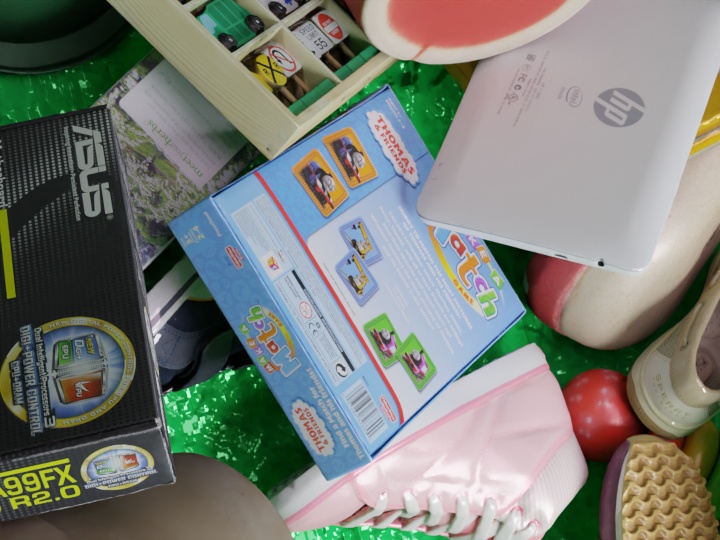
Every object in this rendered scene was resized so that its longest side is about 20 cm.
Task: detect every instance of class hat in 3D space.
[{"bbox_3d":[-0.158,-0.200,1.057,0.200,0.176,0.166,-36,95,-30],"label":"hat"}]

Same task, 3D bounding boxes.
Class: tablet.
[{"bbox_3d":[0.121,-0.090,1.144,0.129,0.014,0.201,15,58,15],"label":"tablet"}]

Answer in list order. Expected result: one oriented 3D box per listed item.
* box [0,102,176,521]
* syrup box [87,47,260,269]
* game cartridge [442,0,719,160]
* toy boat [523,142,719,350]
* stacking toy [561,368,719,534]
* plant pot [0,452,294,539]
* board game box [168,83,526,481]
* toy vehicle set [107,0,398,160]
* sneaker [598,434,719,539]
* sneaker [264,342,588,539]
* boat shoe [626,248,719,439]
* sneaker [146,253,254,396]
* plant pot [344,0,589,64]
[{"bbox_3d":[-0.175,0.022,0.942,0.159,0.044,0.201,-12,50,-2],"label":"box"},{"bbox_3d":[-0.134,-0.034,1.084,0.079,0.081,0.200,45,63,-5],"label":"syrup box"},{"bbox_3d":[0.138,-0.140,1.202,0.176,0.033,0.200,-27,59,-14],"label":"game cartridge"},{"bbox_3d":[0.153,-0.054,1.235,0.130,0.131,0.200,30,61,15],"label":"toy boat"},{"bbox_3d":[0.201,0.121,1.233,0.199,0.085,0.086,31,65,-10],"label":"stacking toy"},{"bbox_3d":[-0.121,0.173,0.994,0.173,0.200,0.201,-32,93,-46],"label":"plant pot"},{"bbox_3d":[0.000,0.000,1.094,0.152,0.037,0.200,58,35,-4],"label":"board game box"},{"bbox_3d":[-0.046,-0.140,1.120,0.124,0.027,0.200,44,30,0],"label":"toy vehicle set"},{"bbox_3d":[0.156,0.196,1.176,0.075,0.090,0.201,1,76,-30],"label":"sneaker"},{"bbox_3d":[0.046,0.121,1.144,0.200,0.075,0.105,-24,84,-34],"label":"sneaker"},{"bbox_3d":[0.232,0.020,1.215,0.072,0.065,0.200,49,55,0],"label":"boat shoe"},{"bbox_3d":[-0.071,0.021,1.106,0.079,0.078,0.200,46,60,-4],"label":"sneaker"},{"bbox_3d":[0.045,-0.224,1.133,0.199,0.201,0.178,-2,61,-28],"label":"plant pot"}]
